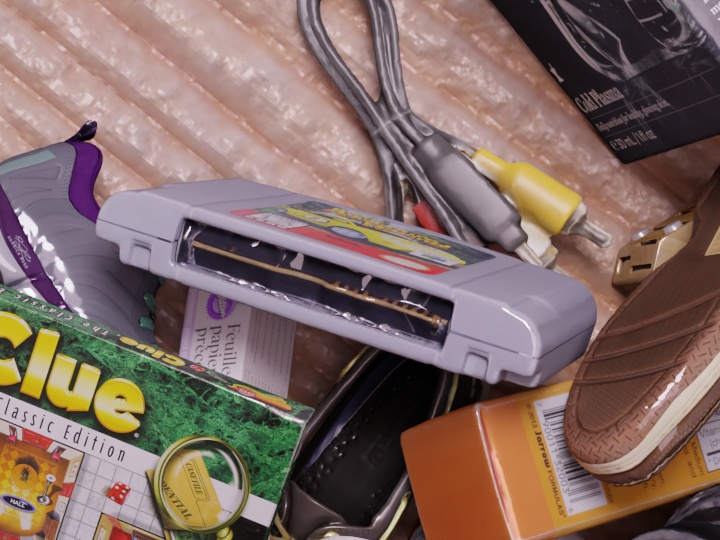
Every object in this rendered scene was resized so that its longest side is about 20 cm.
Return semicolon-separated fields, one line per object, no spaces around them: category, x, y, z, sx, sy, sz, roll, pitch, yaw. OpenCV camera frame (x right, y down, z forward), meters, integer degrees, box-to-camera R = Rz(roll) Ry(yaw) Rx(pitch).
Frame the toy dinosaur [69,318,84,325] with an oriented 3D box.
toy dinosaur;-0.169;0.097;0.768;0.087;0.048;0.201;9;120;0

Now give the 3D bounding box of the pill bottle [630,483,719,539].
pill bottle;0.198;0.144;0.769;0.199;0.111;0.113;-3;87;-45

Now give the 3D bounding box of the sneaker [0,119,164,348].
sneaker;-0.109;0.032;0.792;0.087;0.074;0.201;-29;97;-22

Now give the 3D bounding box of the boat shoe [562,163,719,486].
boat shoe;0.165;0.024;0.750;0.075;0.075;0.203;51;62;-22

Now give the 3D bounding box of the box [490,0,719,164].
box;0.128;-0.167;0.771;0.124;0.200;0.197;-39;93;-8

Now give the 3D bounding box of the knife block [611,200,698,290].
knife block;0.250;0.018;0.850;0.199;0.064;0.176;-30;92;-10

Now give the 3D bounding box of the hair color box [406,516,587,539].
hair color box;0.102;0.191;0.804;0.200;0.061;0.102;36;57;-5

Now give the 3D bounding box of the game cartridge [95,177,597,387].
game cartridge;0.000;0.000;0.758;0.199;0.133;0.041;17;97;17

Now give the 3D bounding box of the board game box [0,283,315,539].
board game box;-0.128;0.069;0.707;0.199;0.023;0.105;21;100;5

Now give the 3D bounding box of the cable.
cable;0.026;-0.056;0.842;0.097;0.050;0.200;-41;82;8

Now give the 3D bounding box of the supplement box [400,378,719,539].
supplement box;0.120;0.079;0.788;0.199;0.066;0.069;-8;78;-34

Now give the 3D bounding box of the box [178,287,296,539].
box;-0.064;0.101;0.768;0.038;0.041;0.201;-8;64;30

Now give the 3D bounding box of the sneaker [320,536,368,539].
sneaker;-0.010;0.205;0.736;0.078;0.080;0.201;12;129;8

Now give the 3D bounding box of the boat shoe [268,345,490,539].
boat shoe;-0.015;0.108;0.795;0.071;0.061;0.202;29;78;26
